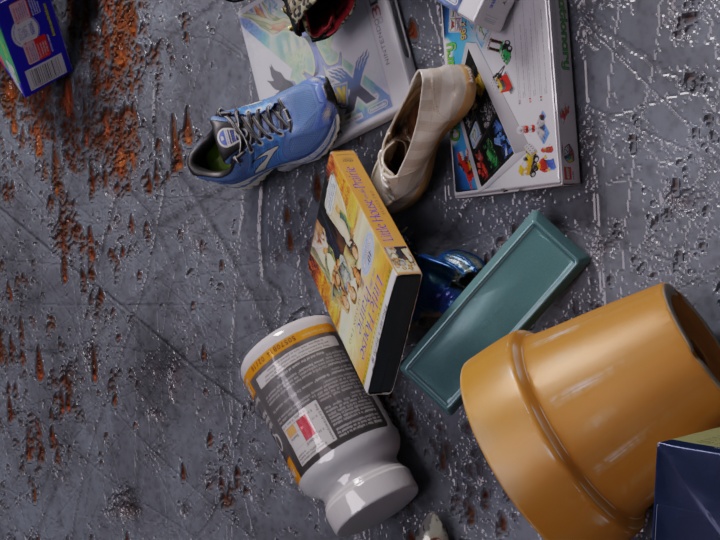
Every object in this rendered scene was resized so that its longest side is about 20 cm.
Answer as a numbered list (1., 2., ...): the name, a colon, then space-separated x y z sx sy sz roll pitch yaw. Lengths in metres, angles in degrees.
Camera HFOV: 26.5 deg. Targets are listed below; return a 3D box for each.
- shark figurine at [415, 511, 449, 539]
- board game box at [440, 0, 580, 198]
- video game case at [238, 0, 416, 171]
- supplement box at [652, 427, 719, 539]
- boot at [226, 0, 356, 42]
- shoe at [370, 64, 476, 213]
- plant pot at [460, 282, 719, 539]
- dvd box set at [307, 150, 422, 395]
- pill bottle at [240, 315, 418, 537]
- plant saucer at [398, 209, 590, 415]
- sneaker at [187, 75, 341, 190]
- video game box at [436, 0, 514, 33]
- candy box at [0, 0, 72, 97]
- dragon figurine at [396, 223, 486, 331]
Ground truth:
1. shark figurine: 0.019 0.348 1.509 0.129 0.214 0.089 55 171 -10
2. board game box: 0.137 -0.173 1.419 0.125 0.034 0.203 -4 89 42
3. video game case: -0.035 -0.222 1.573 0.199 0.022 0.184 -23 77 40
4. supplement box: 0.352 0.196 1.145 0.199 0.199 0.136 7 97 40
5. boot: -0.081 -0.290 1.537 0.203 0.073 0.155 -40 58 47
6. shoe: 0.045 -0.126 1.462 0.201 0.053 0.070 -58 45 47
7. plant pot: 0.214 0.111 1.281 0.183 0.200 0.201 -36 69 20
8. dvd box set: 0.000 0.000 1.480 0.201 0.029 0.147 -117 31 -46
9. pill bottle: -0.030 0.155 1.529 0.116 0.116 0.201 -44 64 33
10. plant saucer: 0.120 0.041 1.408 0.070 0.019 0.200 42 106 5
11. sneaker: -0.101 -0.135 1.562 0.199 0.089 0.079 -30 75 37
12. video game box: 0.094 -0.343 1.414 0.200 0.047 0.184 38 107 40
13. candy box: -0.433 -0.337 1.823 0.201 0.077 0.170 53 163 27
14. dragon figurine: 0.083 0.013 1.460 0.199 0.059 0.101 13 101 41
